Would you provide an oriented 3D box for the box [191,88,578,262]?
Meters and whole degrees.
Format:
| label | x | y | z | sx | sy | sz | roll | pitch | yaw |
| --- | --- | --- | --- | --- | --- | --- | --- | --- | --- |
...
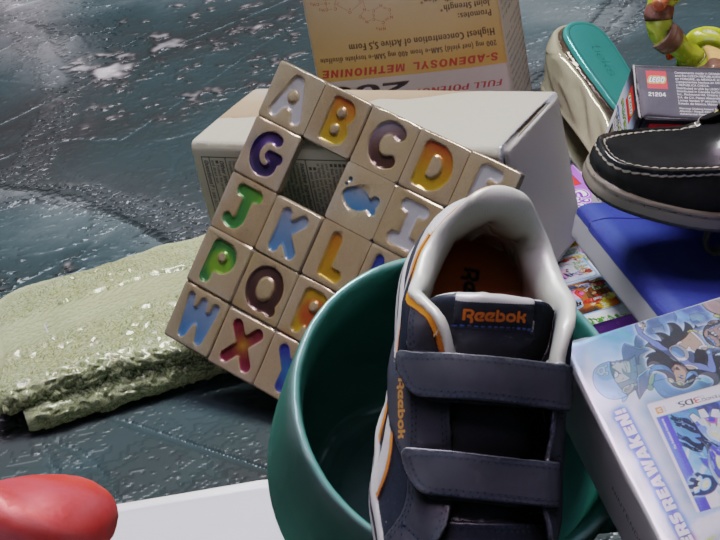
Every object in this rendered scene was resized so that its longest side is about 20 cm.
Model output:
| label | x | y | z | sx | sy | sz | roll | pitch | yaw |
| --- | --- | --- | --- | --- | --- | --- | --- | --- | --- |
| box | 0.015 | -0.046 | 1.211 | 0.200 | 0.095 | 0.078 | 4 | 31 | 29 |

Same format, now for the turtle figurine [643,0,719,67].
| label | x | y | z | sx | sy | sz | roll | pitch | yaw |
| --- | --- | --- | --- | --- | --- | --- | --- | --- | --- |
| turtle figurine | 0.214 | -0.110 | 1.299 | 0.064 | 0.200 | 0.161 | -38 | 31 | 18 |

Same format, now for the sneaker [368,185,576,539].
| label | x | y | z | sx | sy | sz | roll | pitch | yaw |
| --- | --- | --- | --- | --- | --- | --- | --- | --- | --- |
| sneaker | 0.046 | 0.058 | 0.870 | 0.078 | 0.079 | 0.200 | 4 | 62 | -12 |

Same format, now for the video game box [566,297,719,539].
| label | x | y | z | sx | sy | sz | roll | pitch | yaw |
| --- | --- | --- | --- | --- | --- | --- | --- | --- | --- |
| video game box | 0.199 | 0.094 | 0.883 | 0.182 | 0.047 | 0.200 | -15 | 58 | -16 |

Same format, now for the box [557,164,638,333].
| label | x | y | z | sx | sy | sz | roll | pitch | yaw |
| --- | --- | --- | --- | --- | --- | --- | --- | --- | --- |
| box | 0.094 | 0.008 | 1.218 | 0.137 | 0.039 | 0.200 | -16 | 26 | -8 |

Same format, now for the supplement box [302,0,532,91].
| label | x | y | z | sx | sy | sz | roll | pitch | yaw |
| --- | --- | --- | --- | --- | --- | --- | --- | --- | --- |
| supplement box | 0.037 | -0.143 | 1.363 | 0.126 | 0.200 | 0.074 | -6 | 23 | 14 |

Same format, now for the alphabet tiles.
| label | x | y | z | sx | sy | sz | roll | pitch | yaw |
| --- | --- | --- | --- | --- | --- | --- | --- | --- | --- |
| alphabet tiles | 0.000 | 0.000 | 1.145 | 0.200 | 0.167 | 0.008 | 28 | 7 | 30 |

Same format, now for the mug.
| label | x | y | z | sx | sy | sz | roll | pitch | yaw |
| --- | --- | --- | --- | --- | --- | --- | --- | --- | --- |
| mug | 0.047 | 0.094 | 0.962 | 0.185 | 0.114 | 0.152 | 36 | 60 | 9 |

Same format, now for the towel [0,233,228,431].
| label | x | y | z | sx | sy | sz | roll | pitch | yaw |
| --- | --- | --- | --- | --- | --- | --- | --- | --- | --- |
| towel | -0.127 | 0.028 | 1.270 | 0.200 | 0.037 | 0.148 | -15 | 27 | -8 |

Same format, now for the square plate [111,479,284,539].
| label | x | y | z | sx | sy | sz | roll | pitch | yaw |
| --- | --- | --- | --- | --- | --- | --- | --- | --- | --- |
| square plate | -0.088 | 0.156 | 1.006 | 0.200 | 0.028 | 0.198 | -10 | 25 | 3 |

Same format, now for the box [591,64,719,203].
| label | x | y | z | sx | sy | sz | roll | pitch | yaw |
| --- | --- | --- | --- | --- | --- | --- | --- | --- | --- |
| box | 0.235 | -0.067 | 1.184 | 0.200 | 0.110 | 0.035 | 1 | 62 | -7 |

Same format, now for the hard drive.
| label | x | y | z | sx | sy | sz | roll | pitch | yaw |
| --- | --- | --- | --- | --- | --- | --- | --- | --- | --- |
| hard drive | 0.205 | 0.022 | 1.095 | 0.132 | 0.025 | 0.200 | 1 | 28 | -19 |

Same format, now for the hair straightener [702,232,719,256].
| label | x | y | z | sx | sy | sz | roll | pitch | yaw |
| --- | --- | --- | --- | --- | --- | --- | --- | --- | --- |
| hair straightener | 0.274 | -0.020 | 1.139 | 0.200 | 0.041 | 0.077 | 0 | 32 | -9 |

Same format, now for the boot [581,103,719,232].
| label | x | y | z | sx | sy | sz | roll | pitch | yaw |
| --- | --- | --- | --- | --- | --- | --- | --- | --- | --- |
| boot | 0.215 | -0.098 | 1.070 | 0.200 | 0.151 | 0.073 | 0 | 33 | -11 |

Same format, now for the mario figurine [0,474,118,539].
| label | x | y | z | sx | sy | sz | roll | pitch | yaw |
| --- | --- | --- | --- | --- | --- | --- | --- | --- | --- |
| mario figurine | -0.155 | 0.179 | 0.911 | 0.123 | 0.106 | 0.200 | 27 | 63 | 1 |

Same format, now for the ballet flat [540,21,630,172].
| label | x | y | z | sx | sy | sz | roll | pitch | yaw |
| --- | --- | --- | --- | --- | --- | --- | --- | --- | --- |
| ballet flat | 0.162 | -0.066 | 1.299 | 0.069 | 0.070 | 0.200 | -17 | 52 | -12 |
